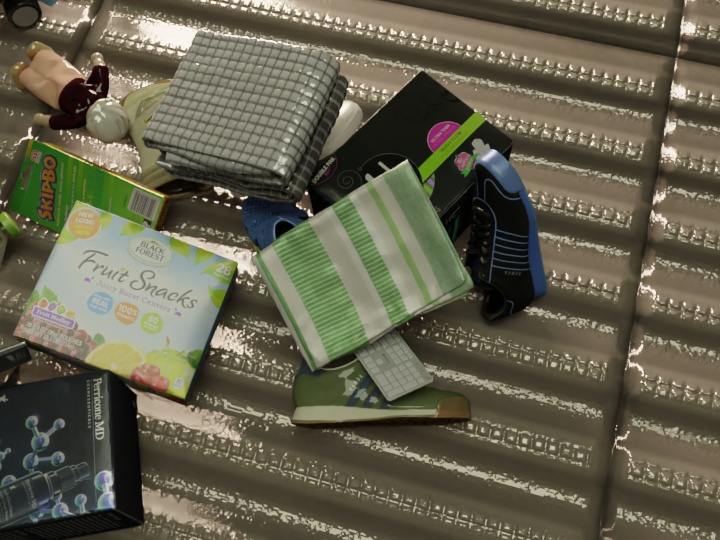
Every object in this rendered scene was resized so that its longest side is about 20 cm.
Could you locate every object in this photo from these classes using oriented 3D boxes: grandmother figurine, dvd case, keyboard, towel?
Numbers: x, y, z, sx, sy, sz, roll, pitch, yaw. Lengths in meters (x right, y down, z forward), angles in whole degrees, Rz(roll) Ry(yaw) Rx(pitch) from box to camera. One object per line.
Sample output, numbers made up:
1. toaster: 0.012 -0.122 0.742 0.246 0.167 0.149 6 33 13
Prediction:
1. grandmother figurine: -0.367 -0.227 1.111 0.200 0.060 0.122 38 96 27
2. dvd case: -0.455 0.123 0.909 0.199 0.150 0.025 -23 95 -26
3. keyboard: 0.008 0.068 0.963 0.056 0.011 0.200 -17 43 -22
4. towel: 0.000 0.000 0.912 0.199 0.023 0.154 -29 91 10
5. towel: -0.129 -0.172 0.978 0.198 0.086 0.167 14 71 23

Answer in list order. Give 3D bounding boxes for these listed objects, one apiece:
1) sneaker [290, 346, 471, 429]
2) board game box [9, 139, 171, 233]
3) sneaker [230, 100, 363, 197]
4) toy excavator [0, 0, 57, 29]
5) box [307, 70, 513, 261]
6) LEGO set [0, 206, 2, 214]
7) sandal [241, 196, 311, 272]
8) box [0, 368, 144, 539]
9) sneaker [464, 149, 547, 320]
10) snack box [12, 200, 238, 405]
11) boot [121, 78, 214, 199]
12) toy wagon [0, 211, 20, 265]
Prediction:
1. sneaker: 0.021 0.125 0.951 0.198 0.067 0.091 -3 72 5
2. board game box: -0.335 -0.083 1.061 0.198 0.030 0.096 23 99 10
3. sneaker: -0.087 -0.172 1.062 0.199 0.085 0.073 -33 31 -16
4. toy excavator: -0.428 -0.435 1.188 0.199 0.194 0.100 -37 67 18
5. box: 0.059 -0.100 1.016 0.148 0.125 0.200 40 76 17
6. LEGO set: -0.536 -0.102 1.035 0.199 0.154 0.116 -35 70 -15
7. sandal: -0.081 -0.035 1.005 0.079 0.087 0.200 -36 53 -9
8. box: -0.344 0.206 0.916 0.198 0.107 0.150 -10 66 -2
9. sneaker: 0.150 -0.032 0.954 0.077 0.201 0.070 -30 31 -13
10. snack box: -0.260 0.038 0.978 0.198 0.068 0.170 22 72 -4
11. boot: -0.196 -0.179 1.090 0.198 0.072 0.156 -19 66 2
12. toy wagon: -0.491 -0.046 0.979 0.155 0.201 0.040 -39 56 -13
